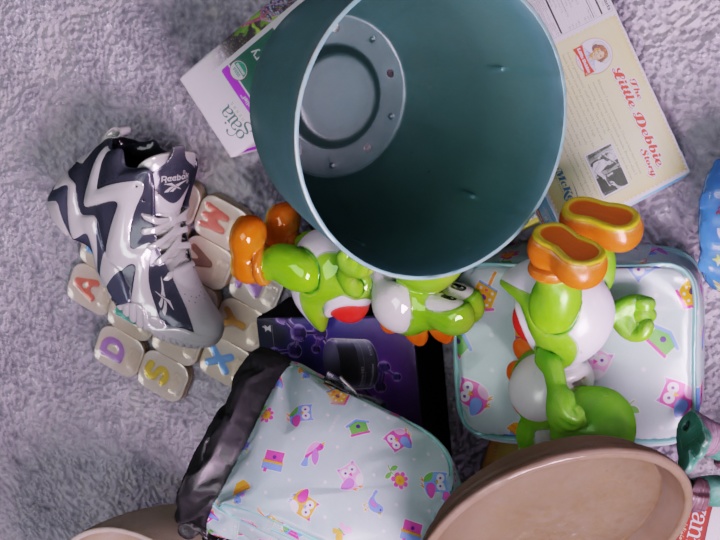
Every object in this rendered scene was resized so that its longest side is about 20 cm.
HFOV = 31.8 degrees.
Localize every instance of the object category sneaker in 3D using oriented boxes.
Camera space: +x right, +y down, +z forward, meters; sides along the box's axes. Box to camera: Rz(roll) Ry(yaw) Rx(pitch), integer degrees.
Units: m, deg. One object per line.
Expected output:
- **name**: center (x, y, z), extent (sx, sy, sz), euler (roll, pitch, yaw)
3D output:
- **sneaker**: center (-0.167, -0.038, 1.068), extent (0.199, 0.079, 0.130), euler (50, 122, 14)

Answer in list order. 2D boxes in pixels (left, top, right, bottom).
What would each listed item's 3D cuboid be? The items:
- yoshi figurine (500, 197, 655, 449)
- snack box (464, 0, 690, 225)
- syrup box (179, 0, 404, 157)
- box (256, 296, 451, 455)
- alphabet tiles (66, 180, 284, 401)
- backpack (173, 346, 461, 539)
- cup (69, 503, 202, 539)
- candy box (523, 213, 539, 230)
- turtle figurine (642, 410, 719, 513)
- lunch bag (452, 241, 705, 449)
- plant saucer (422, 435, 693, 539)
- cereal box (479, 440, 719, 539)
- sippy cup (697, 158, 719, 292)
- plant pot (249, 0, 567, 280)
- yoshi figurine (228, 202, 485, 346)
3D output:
- **yoshi figurine**: center (0.159, 0.060, 0.881), extent (0.111, 0.112, 0.201), euler (-1, 124, -6)
- **snack box**: center (0.151, -0.136, 0.939), extent (0.116, 0.037, 0.201), euler (-26, 93, -13)
- **syrup box**: center (-0.039, -0.179, 1.004), extent (0.199, 0.081, 0.079), euler (-35, 88, 22)
- **box**: center (-0.002, 0.127, 1.067), extent (0.140, 0.079, 0.202), euler (-1, 102, 23)
- **alphabet tiles**: center (-0.170, 0.016, 1.134), extent (0.195, 0.015, 0.201), euler (28, 111, 12)
- **backpack**: center (-0.024, 0.162, 0.949), extent (0.199, 0.127, 0.168), euler (25, 72, 6)
- **cup**: center (-0.153, 0.286, 1.114), extent (0.199, 0.143, 0.202), euler (9, 111, 26)
- **candy box**: center (0.075, -0.062, 1.017), extent (0.199, 0.026, 0.103), euler (-25, 84, 23)
- **turtle figurine**: center (0.308, 0.176, 0.942), extent (0.199, 0.101, 0.150), euler (22, 113, -12)
- **lunch bag**: center (0.167, 0.061, 0.989), extent (0.199, 0.077, 0.162), euler (0, 104, 20)
- **plant saucer**: center (0.132, 0.178, 0.877), extent (0.199, 0.030, 0.201), euler (-9, 136, -9)
- **cereal box**: center (0.180, 0.225, 1.008), extent (0.199, 0.040, 0.145), euler (15, 75, 16)
- **sippy cup**: center (0.312, -0.029, 0.894), extent (0.130, 0.140, 0.179), euler (4, 65, 30)
- **plant pot**: center (0.014, -0.111, 0.867), extent (0.161, 0.199, 0.202), euler (28, 119, 59)
- **yoshi figurine**: center (0.004, -0.015, 0.967), extent (0.199, 0.112, 0.113), euler (16, 69, 23)
